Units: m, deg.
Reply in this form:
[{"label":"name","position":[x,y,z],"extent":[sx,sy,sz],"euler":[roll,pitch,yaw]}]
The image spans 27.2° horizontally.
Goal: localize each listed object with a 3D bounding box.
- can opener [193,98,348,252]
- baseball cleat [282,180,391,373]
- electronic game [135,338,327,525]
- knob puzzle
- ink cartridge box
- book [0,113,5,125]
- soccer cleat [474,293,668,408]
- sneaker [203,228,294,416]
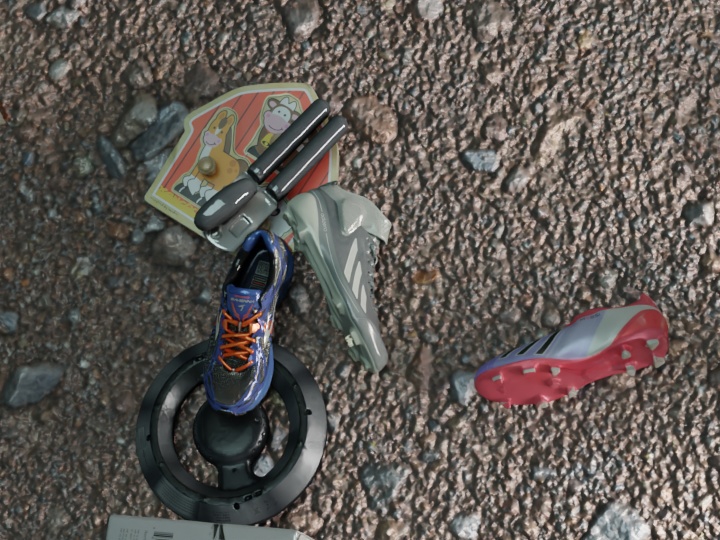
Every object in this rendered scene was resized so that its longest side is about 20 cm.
[{"label":"can opener","position":[-0.089,-0.099,1.539],"extent":[0.053,0.066,0.200],"euler":[44,71,1]},{"label":"baseball cleat","position":[0.000,0.000,1.523],"extent":[0.105,0.070,0.202],"euler":[-25,82,-15]},{"label":"electronic game","position":[-0.131,0.162,1.513],"extent":[0.197,0.042,0.203],"euler":[-2,67,5]},{"label":"knob puzzle","position":[-0.110,-0.118,1.592],"extent":[0.216,0.030,0.223],"euler":[-2,75,8]},{"label":"ink cartridge box","position":[-0.149,0.321,1.441],"extent":[0.197,0.084,0.147],"euler":[2,73,16]},{"label":"book","position":[-0.514,-0.171,1.665],"extent":[0.199,0.048,0.134],"euler":[-33,70,2]},{"label":"soccer cleat","position":[0.208,0.080,1.480],"extent":[0.197,0.067,0.077],"euler":[-17,42,10]},{"label":"sneaker","position":[-0.119,0.047,1.493],"extent":[0.074,0.079,0.203],"euler":[6,70,9]}]
